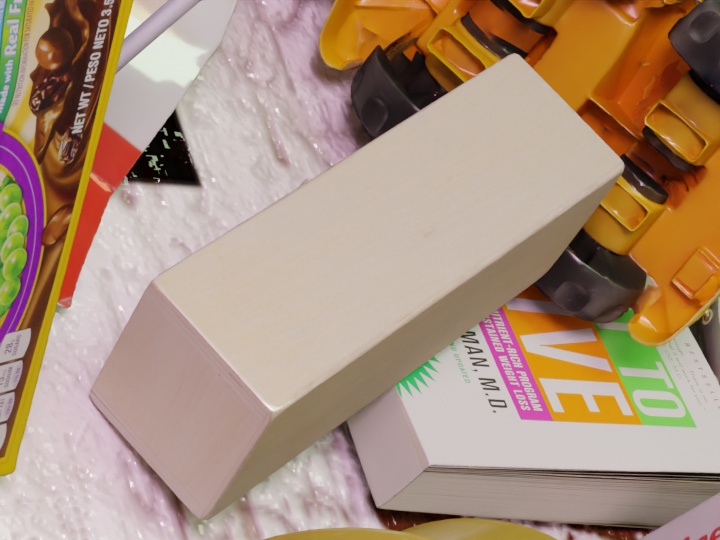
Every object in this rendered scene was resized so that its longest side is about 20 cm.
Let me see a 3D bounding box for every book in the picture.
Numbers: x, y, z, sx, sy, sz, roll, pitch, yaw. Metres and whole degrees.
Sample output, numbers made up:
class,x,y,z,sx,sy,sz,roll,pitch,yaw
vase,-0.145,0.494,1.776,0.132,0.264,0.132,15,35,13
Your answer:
class,x,y,z,sx,sy,sz,roll,pitch,yaw
book,0.063,0.035,1.029,0.200,0.048,0.134,7,52,-44

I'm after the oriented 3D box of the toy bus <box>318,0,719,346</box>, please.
class,x,y,z,sx,sy,sz,roll,pitch,yaw
toy bus,0.109,-0.078,1.073,0.200,0.136,0.192,44,18,12

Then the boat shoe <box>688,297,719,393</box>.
class,x,y,z,sx,sy,sz,roll,pitch,yaw
boat shoe,0.184,0.068,1.099,0.072,0.060,0.202,-7,60,-13

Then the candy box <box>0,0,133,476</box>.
class,x,y,z,sx,sy,sz,roll,pitch,yaw
candy box,-0.124,-0.021,0.754,0.026,0.201,0.102,32,26,34

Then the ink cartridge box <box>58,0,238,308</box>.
class,x,y,z,sx,sy,sz,roll,pitch,yaw
ink cartridge box,-0.129,-0.107,0.917,0.162,0.050,0.200,39,38,-20

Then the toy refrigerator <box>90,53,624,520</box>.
class,x,y,z,sx,sy,sz,roll,pitch,yaw
toy refrigerator,0.000,0.000,0.910,0.070,0.076,0.200,46,50,11

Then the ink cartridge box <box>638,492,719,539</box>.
class,x,y,z,sx,sy,sz,roll,pitch,yaw
ink cartridge box,0.177,0.177,0.956,0.083,0.146,0.201,24,46,-33

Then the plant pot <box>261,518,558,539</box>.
class,x,y,z,sx,sy,sz,roll,pitch,yaw
plant pot,0.014,0.162,0.766,0.201,0.201,0.189,55,21,0

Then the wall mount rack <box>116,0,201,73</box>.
class,x,y,z,sx,sy,sz,roll,pitch,yaw
wall mount rack,-0.143,-0.085,0.830,0.200,0.075,0.174,47,60,-14
